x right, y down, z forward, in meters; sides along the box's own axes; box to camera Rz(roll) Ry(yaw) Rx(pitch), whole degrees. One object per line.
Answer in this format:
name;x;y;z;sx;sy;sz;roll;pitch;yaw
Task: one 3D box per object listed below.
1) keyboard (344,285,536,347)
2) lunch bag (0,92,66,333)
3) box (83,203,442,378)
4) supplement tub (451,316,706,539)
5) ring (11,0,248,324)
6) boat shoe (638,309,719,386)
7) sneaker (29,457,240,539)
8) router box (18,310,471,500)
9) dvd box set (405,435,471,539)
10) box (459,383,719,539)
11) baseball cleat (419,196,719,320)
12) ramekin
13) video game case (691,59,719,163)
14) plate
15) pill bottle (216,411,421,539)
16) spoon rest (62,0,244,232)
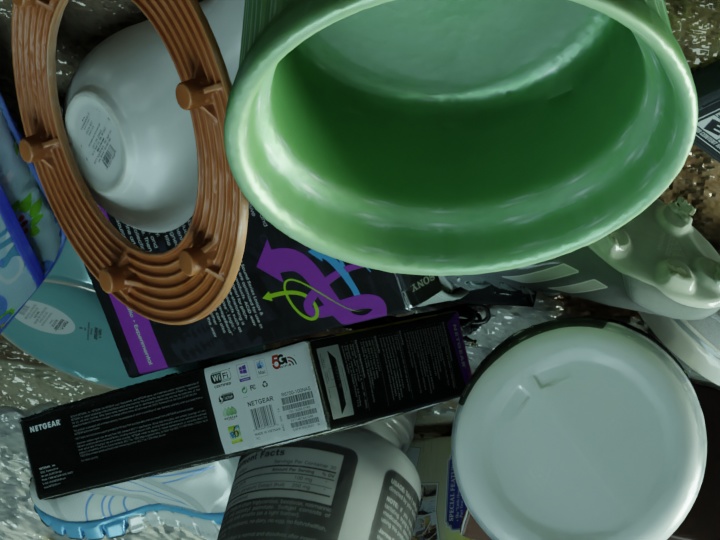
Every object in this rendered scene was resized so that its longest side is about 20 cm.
keyboard;0.000;0.000;1.385;0.200;0.021;0.127;4;147;19
lunch bag;-0.237;-0.025;1.306;0.082;0.161;0.200;30;157;25
box;-0.065;-0.032;1.268;0.200;0.036;0.143;-14;101;41
supplement tub;0.113;0.084;1.279;0.122;0.123;0.200;10;180;8
ring;-0.115;-0.069;1.181;0.019;0.201;0.200;-18;167;-33
boat shoe;0.237;0.036;1.302;0.200;0.072;0.069;28;126;-10
sneaker;-0.136;0.119;1.609;0.200;0.075;0.087;-6;121;34
router box;-0.061;0.073;1.370;0.200;0.051;0.149;-16;176;32
dvd box set;0.047;0.173;1.527;0.200;0.146;0.029;-9;160;34
box;0.165;0.118;1.430;0.200;0.100;0.075;14;150;1
baseball cleat;0.082;-0.013;1.270;0.200;0.070;0.106;27;132;-1
ramekin;0.041;-0.094;1.093;0.200;0.098;0.200;-2;144;-2
video game case;0.271;-0.058;1.167;0.200;0.026;0.181;32;146;-26
plate;-0.153;0.030;1.476;0.200;0.026;0.200;15;155;7
pill bottle;-0.026;0.155;1.473;0.111;0.200;0.111;11;149;7
spoon rest;-0.088;-0.093;1.209;0.061;0.099;0.200;-21;160;-36
